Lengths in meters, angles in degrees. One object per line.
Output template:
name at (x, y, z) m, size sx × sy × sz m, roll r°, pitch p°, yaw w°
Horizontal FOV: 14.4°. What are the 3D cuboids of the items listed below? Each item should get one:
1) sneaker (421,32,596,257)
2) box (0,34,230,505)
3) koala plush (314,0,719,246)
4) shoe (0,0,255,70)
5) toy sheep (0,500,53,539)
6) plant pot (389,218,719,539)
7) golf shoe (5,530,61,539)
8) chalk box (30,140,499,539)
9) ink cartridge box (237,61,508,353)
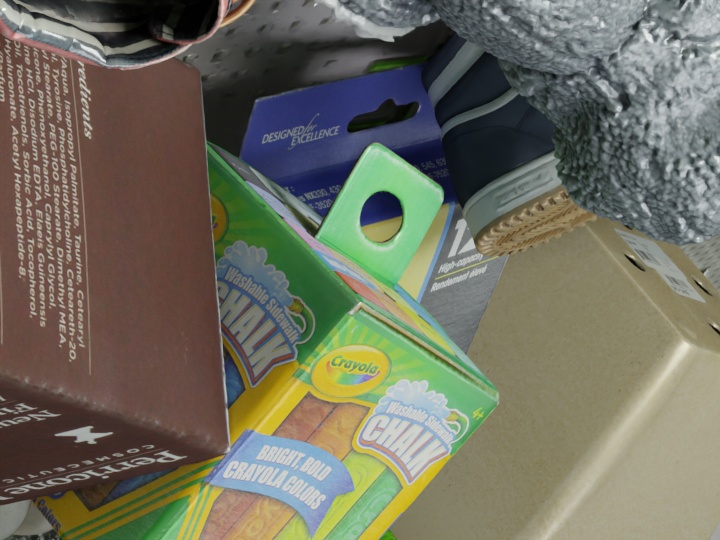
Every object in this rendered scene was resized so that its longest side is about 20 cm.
sneaker at (0.123, -0.095, 1.273) m, size 0.200 × 0.109 × 0.070 m, roll -25°, pitch 159°, yaw 5°
box at (-0.170, -0.010, 1.060) m, size 0.166 × 0.164 × 0.200 m, roll -14°, pitch 161°, yaw 24°
koala plush at (0.091, -0.119, 1.120) m, size 0.177 × 0.184 × 0.200 m, roll -15°, pitch 155°, yaw 35°
shoe at (-0.050, -0.112, 0.975) m, size 0.200 × 0.091 × 0.072 m, roll 3°, pitch 137°, yaw -32°
toy sheep at (-0.154, 0.052, 1.299) m, size 0.200 × 0.138 × 0.138 m, roll -34°, pitch 165°, yaw -40°
plant pot at (0.106, 0.064, 1.515) m, size 0.177 × 0.200 × 0.200 m, roll -47°, pitch 151°, yaw 16°
golf shoe at (-0.218, 0.171, 1.554) m, size 0.094 × 0.078 × 0.200 m, roll -3°, pitch 172°, yaw 19°
chalk box at (-0.037, 0.040, 1.172) m, size 0.200 × 0.124 × 0.124 m, roll -49°, pitch 142°, yaw 7°
ink cartridge box at (0.000, 0.000, 1.330) m, size 0.198 × 0.047 × 0.200 m, roll -17°, pitch 138°, yaw -47°
